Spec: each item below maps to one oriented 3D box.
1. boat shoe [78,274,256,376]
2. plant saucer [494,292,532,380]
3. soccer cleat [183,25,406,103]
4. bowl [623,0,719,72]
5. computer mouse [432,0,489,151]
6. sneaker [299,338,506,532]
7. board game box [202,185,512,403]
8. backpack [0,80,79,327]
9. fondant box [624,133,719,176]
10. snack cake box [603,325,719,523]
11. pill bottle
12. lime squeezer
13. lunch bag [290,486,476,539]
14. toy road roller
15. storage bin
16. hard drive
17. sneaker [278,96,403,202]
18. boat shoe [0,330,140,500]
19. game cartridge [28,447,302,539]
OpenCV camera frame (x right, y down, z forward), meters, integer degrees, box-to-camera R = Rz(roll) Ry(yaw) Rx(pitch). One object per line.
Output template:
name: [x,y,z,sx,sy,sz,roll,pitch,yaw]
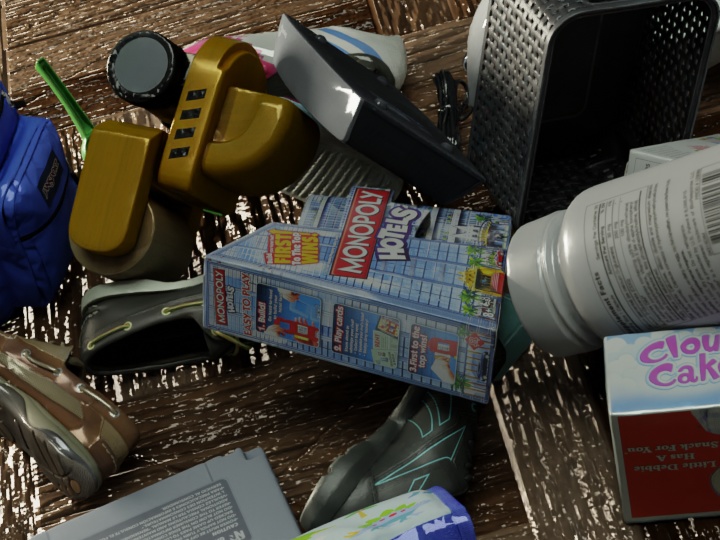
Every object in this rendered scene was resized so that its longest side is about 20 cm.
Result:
boat shoe: [-0.110,0.039,1.363,0.201,0.072,0.061,-9,53,13]
plant saucer: [0.040,0.018,1.375,0.200,0.019,0.070,23,56,33]
soccer cleat: [-0.055,-0.170,1.557,0.200,0.070,0.086,4,32,16]
bowl: [0.239,-0.214,1.492,0.201,0.090,0.201,-8,46,9]
computer mouse: [0.095,-0.169,1.425,0.044,0.200,0.110,21,48,-10]
sneaker: [0.045,0.124,1.249,0.079,0.075,0.200,36,61,13]
board game box: [0.000,0.000,1.270,0.200,0.062,0.200,7,31,4]
backpack: [-0.311,-0.070,1.427,0.168,0.200,0.163,-5,45,11]
fondant box: [0.301,-0.044,1.278,0.200,0.058,0.144,17,18,32]
snack cake box: [0.259,0.093,1.173,0.200,0.115,0.067,-6,47,9]
pill bottle: [0.201,-0.013,1.194,0.200,0.113,0.113,-18,37,37]
lime squeezer: [-0.188,-0.095,1.517,0.200,0.071,0.038,39,44,7]
lunch bag: [-0.011,0.203,1.074,0.170,0.200,0.128,-23,66,-8]
toy road roller: [-0.119,-0.077,1.391,0.146,0.123,0.200,14,84,20]
storage bin: [0.164,-0.132,1.342,0.135,0.200,0.094,-11,42,-19]
hard drive: [0.006,-0.120,1.387,0.042,0.135,0.200,-53,30,10]
sneaker: [-0.048,-0.107,1.482,0.200,0.074,0.082,15,49,22]
boat shoe: [-0.234,0.087,1.351,0.072,0.076,0.200,-36,57,-24]
game cartridge: [-0.136,0.201,1.226,0.200,0.040,0.133,-23,35,-6]
